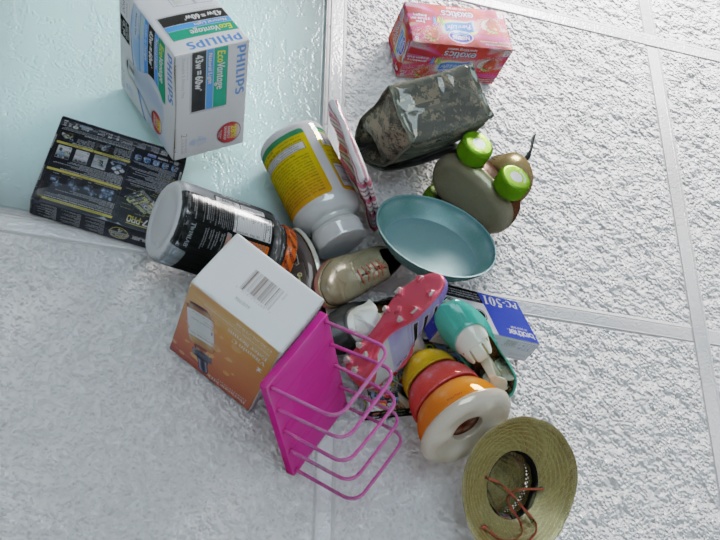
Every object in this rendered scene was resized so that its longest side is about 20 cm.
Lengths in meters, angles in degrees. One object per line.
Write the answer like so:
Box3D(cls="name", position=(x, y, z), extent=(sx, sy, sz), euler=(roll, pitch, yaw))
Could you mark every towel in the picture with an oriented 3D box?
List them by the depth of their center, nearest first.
Box3D(cls="towel", position=(-0.010, -0.159, 1.643), extent=(0.030, 0.200, 0.147), euler=(-22, 68, -1))

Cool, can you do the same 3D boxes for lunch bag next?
Box3D(cls="lunch bag", position=(0.095, -0.237, 1.721), extent=(0.163, 0.200, 0.118), euler=(-19, 84, -23))

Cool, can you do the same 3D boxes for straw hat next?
Box3D(cls="straw hat", position=(0.209, 0.305, 1.509), extent=(0.199, 0.085, 0.203), euler=(0, 90, -21))

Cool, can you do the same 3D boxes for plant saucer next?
Box3D(cls="plant saucer", position=(0.113, -0.043, 1.627), extent=(0.198, 0.036, 0.201), euler=(15, 37, -11))

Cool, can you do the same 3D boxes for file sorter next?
Box3D(cls="file sorter", position=(-0.029, 0.188, 1.406), extent=(0.125, 0.201, 0.139), euler=(21, 53, 27))

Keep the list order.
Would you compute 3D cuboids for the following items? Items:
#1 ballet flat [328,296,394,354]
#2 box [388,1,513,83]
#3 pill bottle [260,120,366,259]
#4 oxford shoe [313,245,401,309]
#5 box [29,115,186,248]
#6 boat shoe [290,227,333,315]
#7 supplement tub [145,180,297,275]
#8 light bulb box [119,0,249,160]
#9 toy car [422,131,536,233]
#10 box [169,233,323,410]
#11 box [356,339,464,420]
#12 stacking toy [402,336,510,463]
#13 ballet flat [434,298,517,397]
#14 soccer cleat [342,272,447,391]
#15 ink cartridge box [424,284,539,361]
Box3D(cls="ballet flat", position=(0.018, 0.070, 1.552), extent=(0.199, 0.068, 0.068), euler=(-21, 89, -49))
Box3D(cls="box", position=(0.161, -0.408, 1.896), extent=(0.198, 0.100, 0.096), euler=(1, 61, -19))
Box3D(cls="pill bottle", position=(-0.070, -0.124, 1.645), extent=(0.112, 0.113, 0.201), euler=(-17, 68, -27))
Box3D(cls="oxford shoe", position=(0.000, 0.000, 1.577), extent=(0.200, 0.074, 0.071), euler=(-36, 104, -55))
Box3D(cls="box", position=(-0.375, -0.132, 1.580), extent=(0.198, 0.049, 0.162), euler=(16, 55, -11))
Box3D(cls="boat shoe", position=(-0.091, 0.029, 1.577), extent=(0.059, 0.072, 0.201), euler=(-9, 71, -27))
Box3D(cls="supplement tub", position=(-0.200, -0.045, 1.529), extent=(0.199, 0.122, 0.123), euler=(19, 54, -32))
Box3D(cls="light bulb box", position=(-0.272, -0.314, 1.606), extent=(0.124, 0.199, 0.200), euler=(-19, 53, -26))
Box3D(cls="toy car", position=(0.225, -0.161, 1.750), extent=(0.158, 0.165, 0.200), euler=(43, 47, 8))
Box3D(cls="box", position=(-0.160, 0.075, 1.446), extent=(0.152, 0.200, 0.106), euler=(36, 55, 5))
Box3D(cls="box", position=(0.090, 0.160, 1.585), extent=(0.198, 0.035, 0.111), euler=(-3, 62, -21))
Box3D(cls="stacking toy", position=(0.110, 0.161, 1.512), extent=(0.145, 0.147, 0.200), euler=(-14, 50, -26))
Box3D(cls="ballet flat", position=(0.175, 0.119, 1.516), extent=(0.067, 0.200, 0.070), euler=(-37, 37, 2))
Box3D(cls="soccer cleat", position=(0.059, 0.088, 1.487), extent=(0.076, 0.200, 0.067), euler=(33, 12, -38))
Box3D(cls="ink cartridge box", position=(0.175, 0.077, 1.606), extent=(0.199, 0.044, 0.094), euler=(14, 37, -36))
